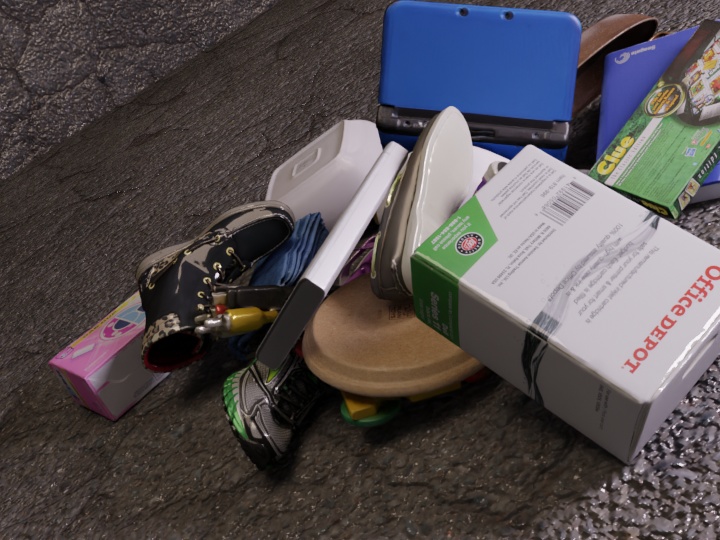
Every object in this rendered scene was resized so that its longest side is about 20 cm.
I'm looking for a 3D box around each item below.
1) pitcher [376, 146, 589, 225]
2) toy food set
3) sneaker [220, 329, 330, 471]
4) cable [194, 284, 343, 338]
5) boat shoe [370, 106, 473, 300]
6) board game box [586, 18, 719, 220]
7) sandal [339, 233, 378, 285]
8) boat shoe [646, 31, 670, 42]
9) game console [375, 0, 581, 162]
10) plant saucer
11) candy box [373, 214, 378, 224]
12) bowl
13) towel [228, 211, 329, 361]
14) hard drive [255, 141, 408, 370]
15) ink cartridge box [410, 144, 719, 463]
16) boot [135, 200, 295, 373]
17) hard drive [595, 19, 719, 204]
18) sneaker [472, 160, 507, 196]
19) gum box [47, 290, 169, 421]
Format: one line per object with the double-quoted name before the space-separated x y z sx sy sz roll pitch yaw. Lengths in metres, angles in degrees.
"pitcher" 0.132 -0.073 1.043 0.198 0.123 0.171 4 18 36
"toy food set" 0.039 0.055 0.917 0.196 0.049 0.200 -16 31 -6
"sneaker" -0.070 0.104 0.947 0.084 0.079 0.201 -21 25 18
"cable" -0.070 0.039 1.029 0.197 0.051 0.097 0 5 -18
"boat shoe" 0.055 -0.063 0.938 0.060 0.072 0.204 -13 50 40
"board game box" 0.306 -0.144 0.949 0.201 0.023 0.104 -52 43 -6
"sandal" 0.005 0.000 1.100 0.082 0.050 0.203 -3 37 46
"boat shoe" 0.308 -0.192 1.104 0.075 0.074 0.201 -12 29 35
"game console" 0.122 -0.183 1.072 0.197 0.171 0.120 7 76 9
"plant saucer" 0.244 -0.221 1.147 0.200 0.037 0.201 -37 -12 -9
"candy box" 0.100 -0.129 1.278 0.198 0.027 0.103 -26 27 9
"bowl" -0.048 -0.112 1.316 0.199 0.075 0.200 -33 23 19
"towel" -0.093 0.014 1.162 0.111 0.048 0.201 -40 19 25
"hard drive" -0.024 -0.016 0.939 0.132 0.027 0.201 -56 3 47
"ink cartridge box" 0.157 0.019 0.741 0.199 0.084 0.146 35 62 29
"boot" -0.156 0.019 1.119 0.202 0.074 0.155 -25 39 11
"hard drive" 0.296 -0.148 0.998 0.131 0.025 0.202 -12 51 34
"sneaker" 0.145 -0.001 0.881 0.084 0.080 0.201 -52 40 34
"gum box" -0.258 0.080 1.223 0.200 0.067 0.113 -42 28 -27
